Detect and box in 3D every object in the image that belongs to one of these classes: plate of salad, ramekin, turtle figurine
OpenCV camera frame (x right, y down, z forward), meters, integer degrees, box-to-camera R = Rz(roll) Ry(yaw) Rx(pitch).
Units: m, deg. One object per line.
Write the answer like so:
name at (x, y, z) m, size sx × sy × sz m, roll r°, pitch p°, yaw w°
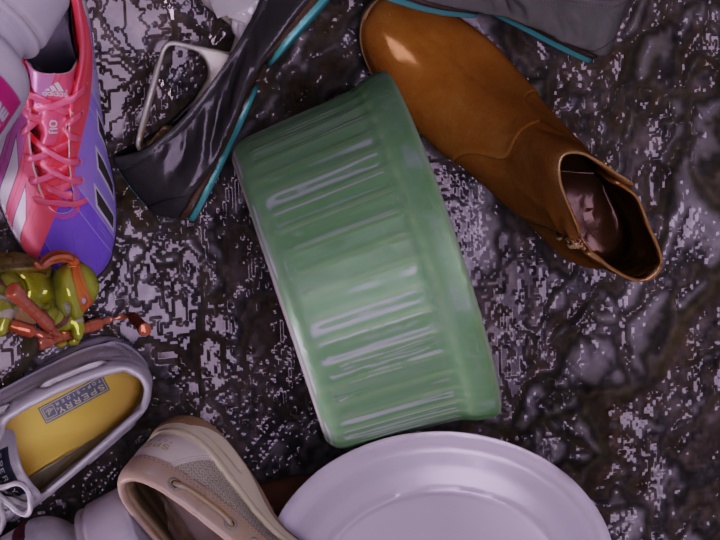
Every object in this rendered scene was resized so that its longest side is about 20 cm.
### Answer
plate of salad at (0.044, 0.169, 1.343) m, size 0.198 × 0.048 × 0.201 m, roll 0°, pitch 120°, yaw 0°
ramekin at (0.000, 0.000, 1.313) m, size 0.097 × 0.200 × 0.201 m, roll -19°, pitch 104°, yaw -3°
turtle figurine at (-0.209, 0.018, 1.287) m, size 0.160 × 0.200 × 0.065 m, roll -12°, pitch 86°, yaw 9°

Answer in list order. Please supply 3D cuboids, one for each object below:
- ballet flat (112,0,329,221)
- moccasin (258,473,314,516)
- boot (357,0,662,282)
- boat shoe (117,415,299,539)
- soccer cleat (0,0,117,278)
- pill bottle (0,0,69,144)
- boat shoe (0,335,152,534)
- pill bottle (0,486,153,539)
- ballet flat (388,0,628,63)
ballet flat at (-0.072, -0.123, 1.339) m, size 0.068 × 0.068 × 0.201 m, roll 33°, pitch 90°, yaw -8°
moccasin at (-0.017, 0.164, 1.392) m, size 0.200 × 0.078 × 0.074 m, roll -7°, pitch 124°, yaw -15°
boot at (0.089, -0.078, 1.344) m, size 0.071 × 0.144 × 0.201 m, roll -45°, pitch 106°, yaw -3°
boat shoe at (-0.059, 0.174, 1.296) m, size 0.072 × 0.065 × 0.200 m, roll -30°, pitch 101°, yaw 37°
soccer cleat at (-0.171, -0.086, 1.315) m, size 0.068 × 0.073 × 0.202 m, roll -9°, pitch 103°, yaw -13°
pill bottle at (-0.238, -0.080, 1.200) m, size 0.113 × 0.113 × 0.201 m, roll 35°, pitch 75°, yaw -17°
boat shoe at (-0.201, 0.112, 1.336) m, size 0.201 × 0.086 × 0.075 m, roll -30°, pitch 105°, yaw -7°
pill bottle at (-0.190, 0.208, 1.323) m, size 0.199 × 0.114 × 0.115 m, roll -30°, pitch 106°, yaw 7°
ballet flat at (0.074, -0.170, 1.342) m, size 0.199 × 0.067 × 0.064 m, roll 12°, pitch 111°, yaw -39°
